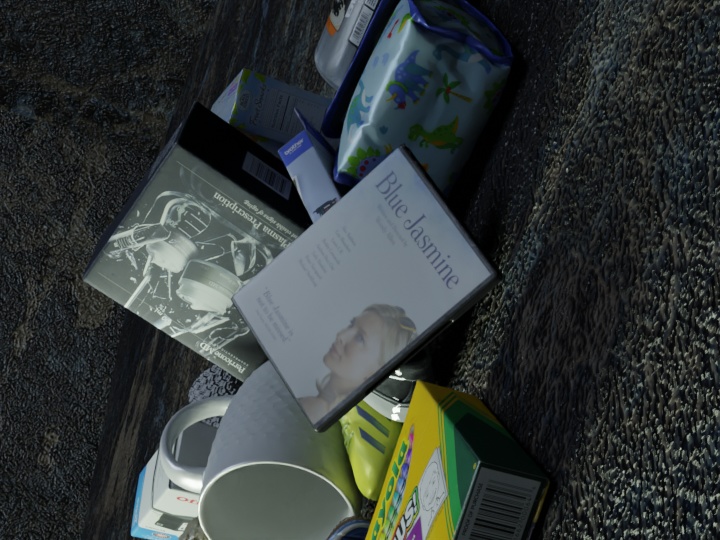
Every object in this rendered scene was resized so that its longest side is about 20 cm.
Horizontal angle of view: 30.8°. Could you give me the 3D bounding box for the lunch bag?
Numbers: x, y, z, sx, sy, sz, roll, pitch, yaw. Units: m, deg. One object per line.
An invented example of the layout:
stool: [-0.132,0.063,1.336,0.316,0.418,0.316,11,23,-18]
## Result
lunch bag: [0.049,-0.167,1.203,0.172,0.126,0.201,-62,10,21]

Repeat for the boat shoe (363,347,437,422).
boat shoe: [-0.013,0.058,1.126,0.199,0.071,0.069,30,136,41]

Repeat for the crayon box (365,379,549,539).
crayon box: [0.053,0.203,0.936,0.173,0.057,0.203,-133,60,-72]

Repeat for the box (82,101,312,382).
box: [-0.137,-0.025,1.290,0.183,0.199,0.105,-50,15,26]

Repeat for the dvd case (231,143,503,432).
dvd case: [0.002,0.015,1.068,0.199,0.018,0.143,-41,67,11]

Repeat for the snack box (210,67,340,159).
snack box: [-0.059,-0.138,1.401,0.168,0.197,0.069,164,121,-71]

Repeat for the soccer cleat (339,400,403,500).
soccer cleat: [-0.003,0.119,1.169,0.202,0.083,0.065,-91,24,-46]

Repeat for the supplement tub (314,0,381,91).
supplement tub: [0.040,-0.276,1.330,0.123,0.121,0.202,-98,30,-56]

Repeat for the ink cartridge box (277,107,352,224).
ink cartridge box: [-0.012,-0.047,1.192,0.042,0.119,0.201,-34,50,11]

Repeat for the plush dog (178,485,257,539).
plush dog: [-0.142,0.303,1.274,0.173,0.158,0.202,89,-175,-51]

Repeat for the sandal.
sandal: [-0.085,0.117,1.366,0.045,0.197,0.076,42,-150,-66]

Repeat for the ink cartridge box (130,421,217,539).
ink cartridge box: [-0.173,0.258,1.521,0.200,0.143,0.085,131,151,-57]

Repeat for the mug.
mug: [-0.090,0.166,1.226,0.176,0.197,0.149,-81,-8,-52]

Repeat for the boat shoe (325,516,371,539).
boat shoe: [-0.031,0.287,1.128,0.073,0.071,0.202,-106,35,-65]
